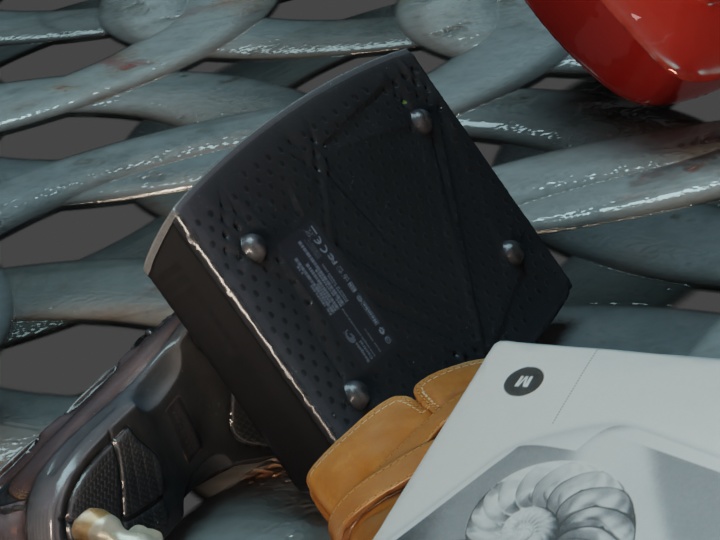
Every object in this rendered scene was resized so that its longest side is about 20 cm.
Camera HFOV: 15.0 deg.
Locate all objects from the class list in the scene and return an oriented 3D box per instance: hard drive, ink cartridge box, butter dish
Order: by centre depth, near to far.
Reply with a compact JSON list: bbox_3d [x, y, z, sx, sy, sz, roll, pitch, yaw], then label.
[{"bbox_3d":[0.083,0.104,0.738,0.199,0.041,0.200,3,45,33],"label":"ink cartridge box"},{"bbox_3d":[0.000,0.000,1.050,0.042,0.135,0.200,-33,4,33],"label":"hard drive"},{"bbox_3d":[0.151,-0.157,1.393,0.199,0.148,0.200,-25,66,-34],"label":"butter dish"}]

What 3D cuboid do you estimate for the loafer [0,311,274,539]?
[{"bbox_3d":[-0.078,0.053,1.028,0.063,0.072,0.200,-2,24,34],"label":"loafer"}]

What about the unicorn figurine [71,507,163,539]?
[{"bbox_3d":[-0.100,0.123,0.824,0.199,0.074,0.137,-15,30,-29],"label":"unicorn figurine"}]

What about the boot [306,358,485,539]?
[{"bbox_3d":[0.087,0.062,0.898,0.199,0.074,0.155,-18,23,-16],"label":"boot"}]
